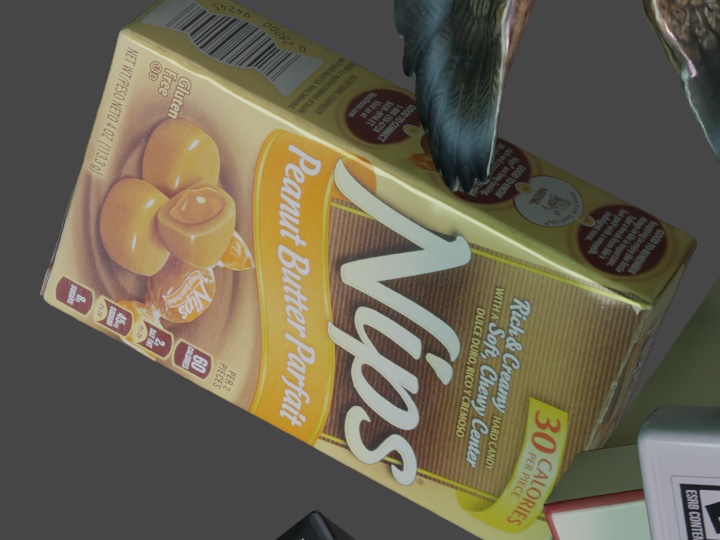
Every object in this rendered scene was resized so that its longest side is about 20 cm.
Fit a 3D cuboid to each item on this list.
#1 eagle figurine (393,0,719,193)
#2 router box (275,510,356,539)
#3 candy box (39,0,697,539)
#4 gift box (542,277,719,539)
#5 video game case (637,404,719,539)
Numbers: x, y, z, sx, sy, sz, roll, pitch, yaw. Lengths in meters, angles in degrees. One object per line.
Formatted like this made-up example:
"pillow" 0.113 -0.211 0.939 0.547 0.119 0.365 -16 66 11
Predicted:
"eagle figurine" 0.064 -0.120 0.875 0.152 0.151 0.200 50 172 43
"router box" -0.023 0.205 1.017 0.149 0.051 0.200 -38 51 9
"candy box" 0.000 0.000 0.997 0.199 0.055 0.116 28 125 12
"gift box" 0.183 0.106 0.880 0.184 0.187 0.201 -17 106 33
"video game case" 0.172 0.130 0.769 0.181 0.022 0.201 1 115 27
